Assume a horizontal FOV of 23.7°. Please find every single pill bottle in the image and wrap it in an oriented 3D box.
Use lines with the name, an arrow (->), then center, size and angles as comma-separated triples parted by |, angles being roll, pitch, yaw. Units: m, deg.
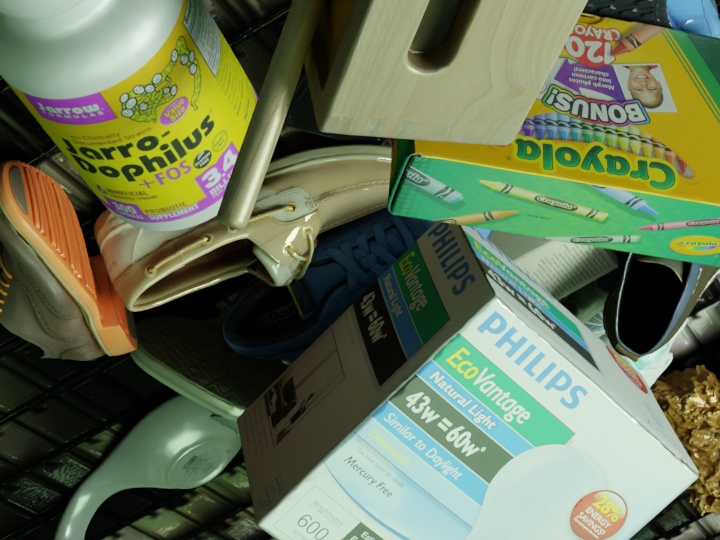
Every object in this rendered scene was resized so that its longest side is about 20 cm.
pill bottle -> -0.124, -0.109, 0.859 | 0.104, 0.105, 0.200 | -24, 148, 4

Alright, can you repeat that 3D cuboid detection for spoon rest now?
spoon rest -> -0.163, 0.156, 1.287 | 0.200, 0.061, 0.099 | -46, 144, 12

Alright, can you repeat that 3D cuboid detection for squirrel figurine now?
squirrel figurine -> 0.333, 0.113, 1.433 | 0.199, 0.142, 0.187 | -26, 141, 2

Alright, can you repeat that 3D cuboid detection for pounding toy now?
pounding toy -> 0.012, -0.147, 0.802 | 0.141, 0.185, 0.200 | 3, 142, -19

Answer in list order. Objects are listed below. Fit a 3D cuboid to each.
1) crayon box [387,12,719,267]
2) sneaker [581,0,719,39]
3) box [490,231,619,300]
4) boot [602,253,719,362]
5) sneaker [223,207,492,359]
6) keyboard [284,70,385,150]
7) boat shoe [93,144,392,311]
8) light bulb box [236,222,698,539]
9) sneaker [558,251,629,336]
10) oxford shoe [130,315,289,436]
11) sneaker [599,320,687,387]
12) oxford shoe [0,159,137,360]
crayon box -> 0.117, -0.079, 0.943 | 0.198, 0.119, 0.058 | 9, 147, -10
sneaker -> 0.159, -0.172, 0.979 | 0.066, 0.079, 0.200 | -8, 148, 27
box -> 0.070, 0.005, 1.176 | 0.199, 0.069, 0.082 | -29, 148, 12
boot -> 0.223, -0.025, 1.140 | 0.201, 0.074, 0.097 | -65, 175, 13
sneaker -> 0.000, 0.000, 1.102 | 0.199, 0.066, 0.078 | -30, 175, 15
keyboard -> 0.047, -0.142, 0.992 | 0.126, 0.021, 0.200 | 11, 136, -33
boat shoe -> -0.059, -0.021, 1.049 | 0.199, 0.070, 0.074 | -16, 159, -3
light bulb box -> 0.063, 0.109, 1.065 | 0.198, 0.125, 0.200 | 39, 104, -25
sneaker -> 0.184, 0.004, 1.256 | 0.199, 0.078, 0.086 | -22, 162, 12
oxford shoe -> -0.069, 0.092, 1.165 | 0.199, 0.075, 0.058 | 24, 129, -16
sneaker -> 0.187, 0.075, 1.271 | 0.088, 0.076, 0.200 | -27, -170, 35
oxford shoe -> -0.194, 0.006, 1.022 | 0.072, 0.072, 0.200 | -17, 148, 2
